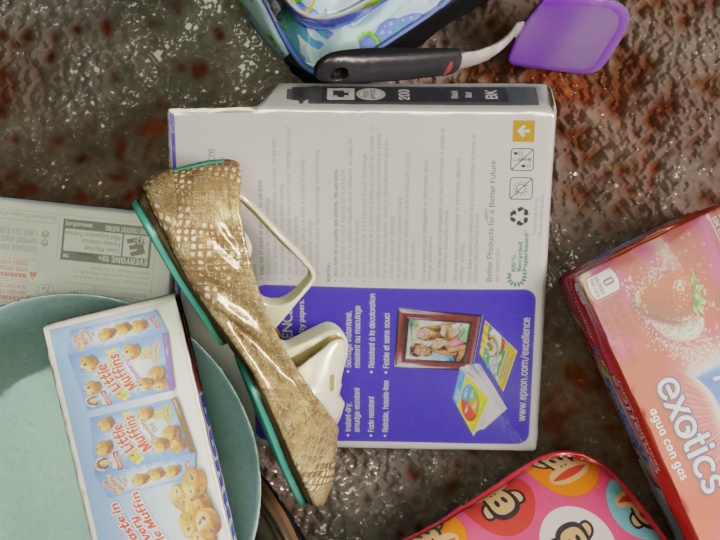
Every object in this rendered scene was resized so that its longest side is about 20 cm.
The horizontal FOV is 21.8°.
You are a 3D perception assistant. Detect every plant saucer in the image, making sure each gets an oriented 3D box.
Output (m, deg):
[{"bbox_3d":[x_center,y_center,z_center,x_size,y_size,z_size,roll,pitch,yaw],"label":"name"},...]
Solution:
[{"bbox_3d":[-0.150,0.112,0.989,0.199,0.039,0.204,0,90,0],"label":"plant saucer"}]

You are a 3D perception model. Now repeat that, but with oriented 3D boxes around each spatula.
[{"bbox_3d":[0.060,-0.116,0.980,0.198,0.057,0.021,-13,59,-35],"label":"spatula"}]

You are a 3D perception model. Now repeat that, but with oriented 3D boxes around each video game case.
[{"bbox_3d":[-0.203,0.051,1.030,0.198,0.045,0.184,6,90,1],"label":"video game case"}]

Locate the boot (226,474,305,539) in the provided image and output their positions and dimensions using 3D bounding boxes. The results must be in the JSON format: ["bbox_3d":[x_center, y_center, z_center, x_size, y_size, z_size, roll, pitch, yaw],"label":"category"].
[{"bbox_3d":[-0.055,0.206,1.012,0.096,0.075,0.202,-24,91,-2],"label":"boot"}]

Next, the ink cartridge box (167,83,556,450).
[{"bbox_3d":[0.000,0.000,0.993,0.198,0.043,0.200,0,114,-1],"label":"ink cartridge box"}]

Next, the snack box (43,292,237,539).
[{"bbox_3d":[-0.105,0.118,0.956,0.071,0.024,0.202,-13,91,2],"label":"snack box"}]

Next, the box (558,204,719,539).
[{"bbox_3d":[0.190,0.073,0.996,0.095,0.100,0.202,-25,89,-1],"label":"box"}]

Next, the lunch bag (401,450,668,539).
[{"bbox_3d":[0.089,0.202,0.950,0.199,0.082,0.177,-24,61,-29],"label":"lunch bag"}]

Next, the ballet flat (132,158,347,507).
[{"bbox_3d":[-0.044,0.031,0.950,0.065,0.071,0.201,-28,115,-3],"label":"ballet flat"}]

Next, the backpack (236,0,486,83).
[{"bbox_3d":[-0.006,-0.220,0.981,0.182,0.147,0.201,-33,86,-2],"label":"backpack"}]
